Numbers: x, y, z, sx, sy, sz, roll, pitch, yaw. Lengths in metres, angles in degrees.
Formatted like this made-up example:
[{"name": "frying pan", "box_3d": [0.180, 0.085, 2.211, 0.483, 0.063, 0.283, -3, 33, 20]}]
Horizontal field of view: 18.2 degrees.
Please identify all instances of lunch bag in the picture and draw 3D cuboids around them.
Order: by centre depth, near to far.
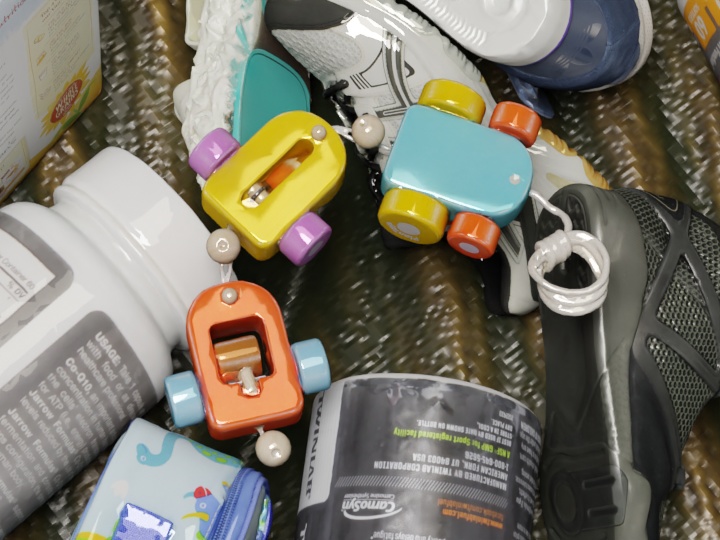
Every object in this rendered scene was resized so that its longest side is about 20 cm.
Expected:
[{"name": "lunch bag", "box_3d": [-0.103, 0.170, 0.929, 0.082, 0.161, 0.201, 22, 69, 4]}]

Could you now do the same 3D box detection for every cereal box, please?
[{"name": "cereal box", "box_3d": [-0.173, -0.081, 0.994, 0.039, 0.200, 0.144, 37, 71, 9]}]

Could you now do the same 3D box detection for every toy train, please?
[{"name": "toy train", "box_3d": [0.000, 0.000, 0.978, 0.199, 0.056, 0.151, -18, 73, -11]}]

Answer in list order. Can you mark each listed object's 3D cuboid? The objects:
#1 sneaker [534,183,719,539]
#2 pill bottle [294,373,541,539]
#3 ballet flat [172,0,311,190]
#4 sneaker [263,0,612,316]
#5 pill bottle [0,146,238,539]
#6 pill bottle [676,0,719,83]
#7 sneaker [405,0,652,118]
[{"name": "sneaker", "box_3d": [0.141, 0.062, 1.032, 0.114, 0.076, 0.201, 2, 83, -26]}, {"name": "pill bottle", "box_3d": [0.018, 0.154, 0.973, 0.106, 0.106, 0.201, 8, 70, -2]}, {"name": "ballet flat", "box_3d": [-0.058, -0.103, 1.091, 0.071, 0.072, 0.201, 7, 67, -2]}, {"name": "sneaker", "box_3d": [0.026, -0.057, 1.052, 0.200, 0.076, 0.088, 38, 81, -7]}, {"name": "pill bottle", "box_3d": [-0.156, 0.042, 0.997, 0.200, 0.114, 0.114, -41, 78, -17]}, {"name": "pill bottle", "box_3d": [0.245, -0.080, 1.074, 0.116, 0.116, 0.201, -23, 73, -12]}, {"name": "sneaker", "box_3d": [0.058, -0.159, 1.099, 0.200, 0.146, 0.081, 46, 110, 26]}]
